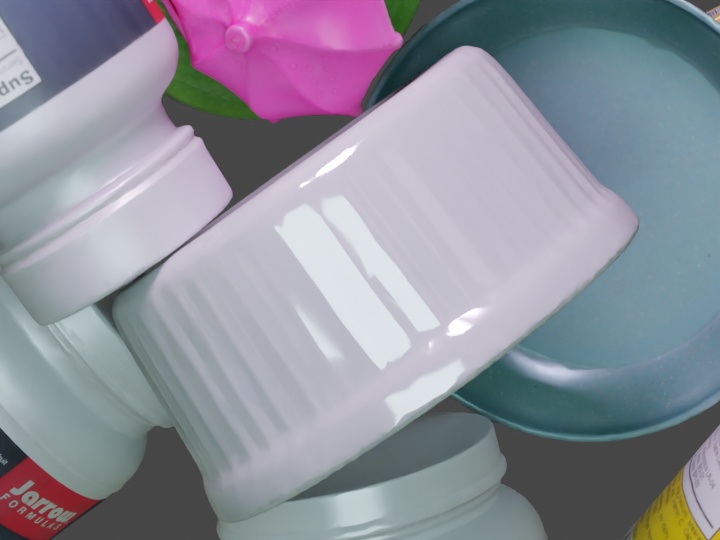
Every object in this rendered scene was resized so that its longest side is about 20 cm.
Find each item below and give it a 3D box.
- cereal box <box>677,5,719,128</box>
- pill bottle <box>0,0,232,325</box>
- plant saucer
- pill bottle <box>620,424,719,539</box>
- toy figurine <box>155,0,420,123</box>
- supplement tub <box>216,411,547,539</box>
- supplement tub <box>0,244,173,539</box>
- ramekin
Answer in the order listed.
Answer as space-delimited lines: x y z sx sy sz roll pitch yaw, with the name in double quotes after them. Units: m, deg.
0.241 -0.044 1.072 0.144 0.040 0.200 -25 98 8 "cereal box"
-0.138 -0.087 0.932 0.119 0.120 0.200 -32 100 7 "pill bottle"
0.094 -0.028 1.065 0.199 0.036 0.201 4 102 17 "plant saucer"
0.186 0.106 1.040 0.113 0.113 0.200 34 115 -4 "pill bottle"
-0.009 -0.127 0.985 0.200 0.184 0.150 -32 109 1 "toy figurine"
0.019 0.173 1.063 0.144 0.145 0.201 -13 98 4 "supplement tub"
-0.180 0.064 1.054 0.200 0.140 0.140 -37 96 8 "supplement tub"
0.000 0.000 0.971 0.200 0.200 0.098 -35 94 7 "ramekin"
